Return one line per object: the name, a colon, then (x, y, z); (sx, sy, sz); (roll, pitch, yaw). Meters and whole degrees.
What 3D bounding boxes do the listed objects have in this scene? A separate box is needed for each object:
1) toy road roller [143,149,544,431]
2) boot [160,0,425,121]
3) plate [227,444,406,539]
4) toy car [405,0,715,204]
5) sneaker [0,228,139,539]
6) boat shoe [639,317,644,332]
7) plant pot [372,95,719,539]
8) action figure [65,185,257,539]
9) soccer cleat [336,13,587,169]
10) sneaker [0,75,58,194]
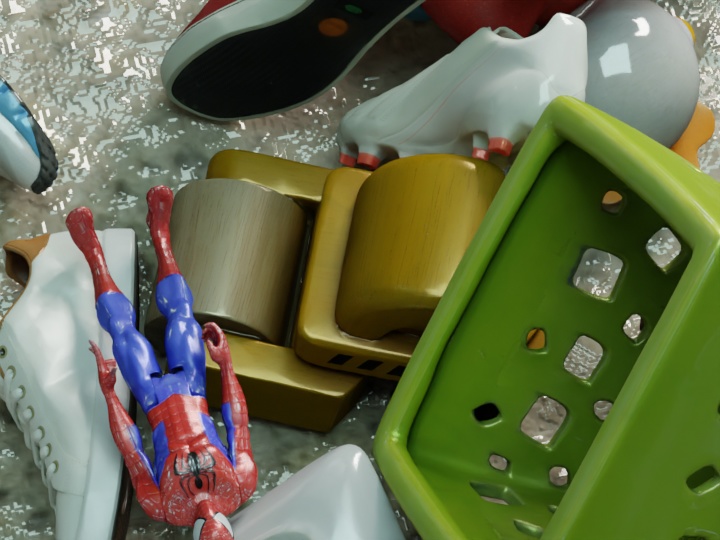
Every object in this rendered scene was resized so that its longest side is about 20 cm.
toy road roller: (0.000, 0.000, 1.443); (0.200, 0.146, 0.123); (11, 64, -2)
boot: (-0.028, -0.174, 1.518); (0.072, 0.200, 0.144); (26, 46, -35)
plate: (-0.045, 0.209, 1.344); (0.200, 0.032, 0.200); (-33, 68, 19)
toy car: (0.133, -0.130, 1.535); (0.177, 0.184, 0.200); (-34, 102, -21)
sneaker: (-0.152, 0.069, 1.440); (0.085, 0.073, 0.200); (1, 54, -4)
boat shoe: (0.239, 0.028, 1.500); (0.200, 0.072, 0.068); (-6, 65, -10)
plant pot: (0.147, 0.063, 1.302); (0.181, 0.199, 0.200); (21, 103, -24)
action figure: (-0.092, 0.051, 1.385); (0.065, 0.052, 0.200); (-13, 60, -10)
soccer cleat: (0.055, -0.082, 1.468); (0.069, 0.200, 0.078); (24, 76, -25)
sneaker: (-0.244, -0.088, 1.505); (0.200, 0.075, 0.087); (36, 73, 18)
